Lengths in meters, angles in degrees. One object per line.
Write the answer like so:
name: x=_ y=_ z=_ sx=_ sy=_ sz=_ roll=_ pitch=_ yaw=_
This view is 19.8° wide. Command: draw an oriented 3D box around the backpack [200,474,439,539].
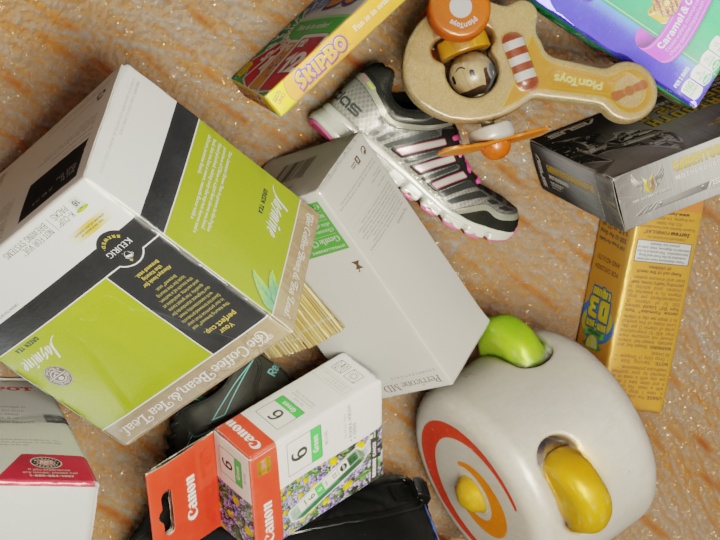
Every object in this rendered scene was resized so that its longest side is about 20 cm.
backpack: x=-0.031 y=0.275 z=1.667 sx=0.200 sy=0.183 sz=0.147 roll=-6 pitch=127 yaw=-10

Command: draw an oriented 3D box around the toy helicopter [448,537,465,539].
toy helicopter: x=0.110 y=0.310 z=1.714 sx=0.079 sy=0.200 sz=0.132 roll=-29 pitch=129 yaw=-10

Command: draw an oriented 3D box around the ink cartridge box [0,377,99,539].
ink cartridge box: x=-0.288 y=0.152 z=1.530 sx=0.145 sy=0.200 sz=0.084 roll=2 pitch=107 yaw=-20

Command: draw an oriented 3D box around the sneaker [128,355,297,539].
sneaker: x=-0.130 y=0.150 z=1.666 sx=0.079 sy=0.075 sz=0.200 roll=41 pitch=83 yaw=-9

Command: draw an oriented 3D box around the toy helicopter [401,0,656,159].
toy helicopter: x=0.130 y=-0.141 z=1.598 sx=0.200 sy=0.079 sz=0.133 roll=9 pitch=81 yaw=-6

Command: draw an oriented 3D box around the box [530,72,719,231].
box: x=0.261 y=-0.103 z=1.685 sx=0.200 sy=0.158 sz=0.048 roll=-21 pitch=110 yaw=-13

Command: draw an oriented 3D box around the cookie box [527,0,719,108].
cookie box: x=0.225 y=-0.255 z=1.656 sx=0.200 sy=0.075 sz=0.171 roll=32 pitch=92 yaw=-10

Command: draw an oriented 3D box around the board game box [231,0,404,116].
board game box: x=-0.009 y=-0.201 z=1.595 sx=0.200 sy=0.096 sz=0.030 roll=-41 pitch=113 yaw=-6

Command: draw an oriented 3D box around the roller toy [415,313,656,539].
roller toy: x=0.138 y=0.155 z=1.683 sx=0.140 sy=0.200 sz=0.183 roll=-31 pitch=151 yaw=-21

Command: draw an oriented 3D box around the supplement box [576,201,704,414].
supplement box: x=0.235 y=0.018 z=1.757 sx=0.069 sy=0.067 sz=0.200 roll=4 pitch=102 yaw=-21

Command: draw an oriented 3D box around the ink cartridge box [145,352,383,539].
ink cartridge box: x=-0.071 y=0.158 z=1.610 sx=0.200 sy=0.050 sz=0.109 roll=-30 pitch=138 yaw=-30

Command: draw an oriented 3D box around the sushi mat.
sushi mat: x=-0.101 y=-0.013 z=1.611 sx=0.200 sy=0.096 sz=0.012 roll=50 pitch=46 yaw=-19

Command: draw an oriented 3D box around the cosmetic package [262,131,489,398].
cosmetic package: x=0.000 y=0.000 z=1.633 sx=0.200 sy=0.107 sz=0.085 roll=55 pitch=44 yaw=-21

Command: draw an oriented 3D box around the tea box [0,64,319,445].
tea box: x=-0.172 y=-0.007 z=1.517 sx=0.197 sy=0.134 sz=0.200 roll=39 pitch=128 yaw=-23

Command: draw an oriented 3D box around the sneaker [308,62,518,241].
sneaker: x=0.059 y=-0.098 z=1.658 sx=0.200 sy=0.074 sz=0.088 roll=33 pitch=97 yaw=-19
